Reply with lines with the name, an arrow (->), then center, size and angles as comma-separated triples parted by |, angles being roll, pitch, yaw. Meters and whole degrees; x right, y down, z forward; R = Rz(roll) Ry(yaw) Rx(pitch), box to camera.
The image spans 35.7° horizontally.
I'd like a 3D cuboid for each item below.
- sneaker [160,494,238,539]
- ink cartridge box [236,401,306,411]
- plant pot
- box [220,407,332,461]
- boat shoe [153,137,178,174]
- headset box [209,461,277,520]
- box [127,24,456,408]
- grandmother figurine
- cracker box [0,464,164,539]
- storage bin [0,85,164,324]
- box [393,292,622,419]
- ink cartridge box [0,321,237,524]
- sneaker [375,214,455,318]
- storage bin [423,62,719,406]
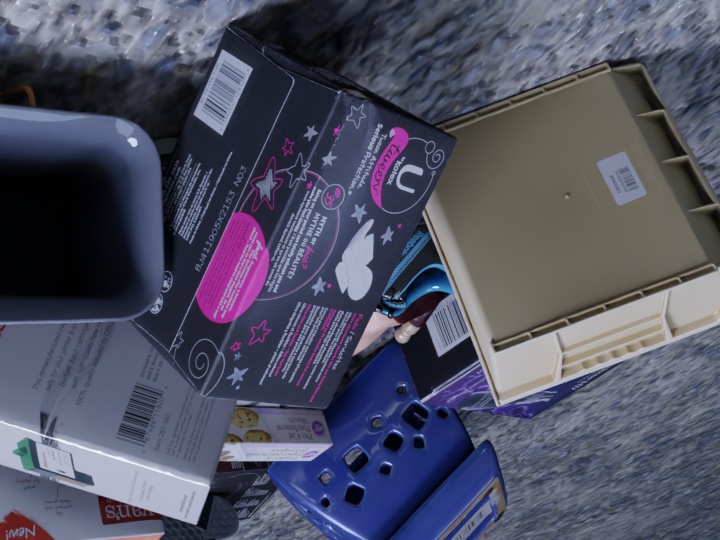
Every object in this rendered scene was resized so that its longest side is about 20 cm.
sneaker -> -0.242, 0.294, 1.149 | 0.201, 0.077, 0.146 | 12, 136, -44
ink cartridge box -> -0.133, 0.096, 1.041 | 0.115, 0.067, 0.200 | -20, 152, 3
plant pot -> 0.045, 0.227, 1.195 | 0.200, 0.180, 0.200 | -44, 153, -11
box -> -0.115, 0.151, 1.035 | 0.199, 0.042, 0.039 | 9, 142, -41
boat shoe -> -0.125, -0.020, 0.847 | 0.072, 0.061, 0.202 | -18, 152, -2
headset box -> -0.189, 0.219, 1.214 | 0.199, 0.078, 0.149 | 1, 145, -32
box -> -0.053, -0.031, 0.720 | 0.114, 0.132, 0.201 | 15, 106, -46
grandmother figurine -> 0.027, 0.030, 1.039 | 0.199, 0.061, 0.121 | -29, 157, 11
cracker box -> -0.245, 0.134, 0.895 | 0.133, 0.201, 0.058 | 4, 145, -37
storage bin -> -0.241, -0.036, 0.692 | 0.199, 0.147, 0.134 | 1, 173, -33
box -> 0.154, 0.065, 1.126 | 0.199, 0.105, 0.148 | 14, 137, -45
ink cartridge box -> -0.189, 0.079, 0.817 | 0.198, 0.147, 0.085 | 19, 144, -5
sneaker -> 0.000, 0.000, 0.939 | 0.198, 0.082, 0.073 | -16, 152, -6
storage bin -> 0.159, -0.035, 0.853 | 0.197, 0.201, 0.094 | -20, 150, 1
